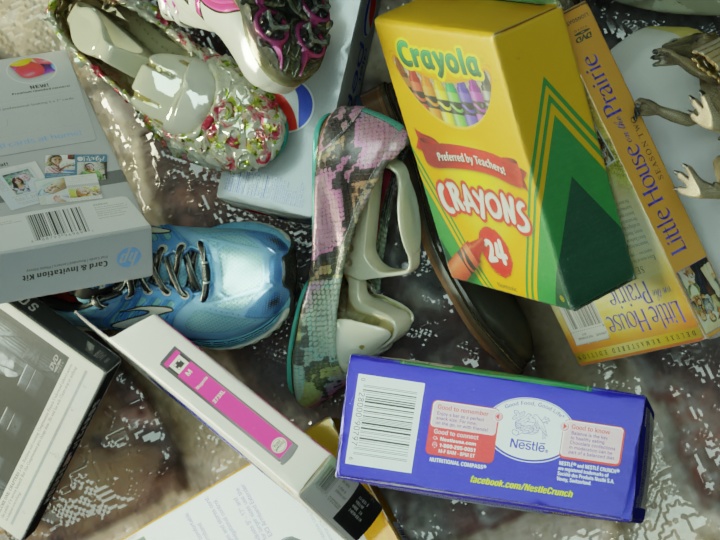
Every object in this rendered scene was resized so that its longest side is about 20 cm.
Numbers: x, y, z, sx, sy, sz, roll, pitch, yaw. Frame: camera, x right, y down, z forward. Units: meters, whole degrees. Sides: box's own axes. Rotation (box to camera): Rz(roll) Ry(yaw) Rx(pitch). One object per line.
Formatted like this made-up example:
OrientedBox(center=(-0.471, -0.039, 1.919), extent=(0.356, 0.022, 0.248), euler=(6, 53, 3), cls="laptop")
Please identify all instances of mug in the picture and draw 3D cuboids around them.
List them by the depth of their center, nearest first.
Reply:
OrientedBox(center=(0.211, -0.068, 1.613), extent=(0.153, 0.187, 0.149), euler=(44, 125, 17), cls="mug")

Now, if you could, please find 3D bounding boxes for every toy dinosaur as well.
OrientedBox(center=(0.217, -0.074, 1.481), extent=(0.200, 0.101, 0.058), euler=(54, 138, 30), cls="toy dinosaur")

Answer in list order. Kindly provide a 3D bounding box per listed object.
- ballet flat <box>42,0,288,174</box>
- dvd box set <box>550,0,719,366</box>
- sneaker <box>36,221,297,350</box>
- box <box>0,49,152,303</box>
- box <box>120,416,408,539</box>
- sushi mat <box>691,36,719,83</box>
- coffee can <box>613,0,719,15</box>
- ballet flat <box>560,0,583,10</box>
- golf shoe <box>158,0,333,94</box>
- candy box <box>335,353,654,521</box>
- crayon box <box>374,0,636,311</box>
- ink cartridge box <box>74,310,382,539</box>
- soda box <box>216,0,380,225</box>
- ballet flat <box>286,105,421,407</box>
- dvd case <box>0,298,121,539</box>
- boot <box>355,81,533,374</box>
OrientedBox(center=(-0.127, -0.118, 1.644), extent=(0.200, 0.064, 0.076), euler=(35, 103, 38), cls="ballet flat")
OrientedBox(center=(0.128, -0.046, 1.560), extent=(0.029, 0.146, 0.200), euler=(-27, 93, -25), cls="dvd box set")
OrientedBox(center=(-0.130, 0.009, 1.637), extent=(0.200, 0.090, 0.078), euler=(-3, 85, 27), cls="sneaker")
OrientedBox(center=(-0.225, -0.055, 1.617), extent=(0.156, 0.041, 0.200), euler=(-11, 40, -17), cls="box")
OrientedBox(center=(-0.072, 0.190, 1.665), extent=(0.200, 0.041, 0.119), euler=(-31, 82, 7), cls="box")
OrientedBox(center=(0.256, -0.112, 1.534), extent=(0.096, 0.200, 0.012), euler=(37, 116, 13), cls="sushi mat")
OrientedBox(center=(0.197, -0.268, 1.586), extent=(0.146, 0.146, 0.200), euler=(6, 74, 9), cls="coffee can")
OrientedBox(center=(0.111, -0.175, 1.642), extent=(0.046, 0.067, 0.200), euler=(8, 75, -5), cls="ballet flat")
OrientedBox(center=(-0.077, -0.167, 1.614), extent=(0.092, 0.073, 0.200), euler=(-48, 44, 29), cls="golf shoe")
OrientedBox(center=(0.083, 0.099, 1.568), extent=(0.169, 0.200, 0.077), euler=(8, 85, 8), cls="candy box")
OrientedBox(center=(0.076, -0.084, 1.528), extent=(0.051, 0.127, 0.200), euler=(-26, 110, -25), cls="crayon box")
OrientedBox(center=(-0.079, 0.083, 1.617), extent=(0.200, 0.095, 0.037), euler=(34, 82, 29), cls="ink cartridge box")
OrientedBox(center=(-0.032, -0.131, 1.668), extent=(0.063, 0.068, 0.200), euler=(12, 88, 10), cls="soda box")
OrientedBox(center=(0.000, 0.000, 1.621), extent=(0.071, 0.069, 0.200), euler=(17, 115, 22), cls="ballet flat")
OrientedBox(center=(-0.257, 0.055, 1.673), extent=(0.200, 0.025, 0.150), euler=(35, 123, 9), cls="dvd case")
OrientedBox(center=(0.080, -0.041, 1.642), extent=(0.097, 0.075, 0.200), euler=(-28, 81, 8), cls="boot")
